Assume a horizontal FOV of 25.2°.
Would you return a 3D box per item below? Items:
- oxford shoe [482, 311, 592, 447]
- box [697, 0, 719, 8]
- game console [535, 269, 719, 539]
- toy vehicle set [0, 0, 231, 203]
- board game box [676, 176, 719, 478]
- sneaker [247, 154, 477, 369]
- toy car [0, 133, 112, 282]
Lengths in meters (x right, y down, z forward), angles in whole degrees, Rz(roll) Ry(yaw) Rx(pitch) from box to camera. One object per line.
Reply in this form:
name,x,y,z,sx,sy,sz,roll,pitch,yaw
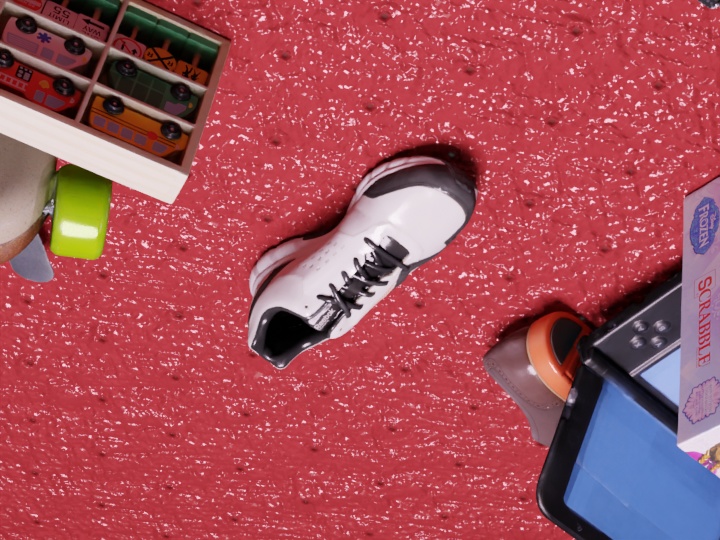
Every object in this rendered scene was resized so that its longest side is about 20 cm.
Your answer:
oxford shoe,0.167,0.107,1.135,0.072,0.071,0.200,-23,119,41
box,0.164,-0.247,0.784,0.200,0.048,0.193,29,135,-19
game console,0.236,0.118,1.066,0.176,0.116,0.200,-38,122,25
toy vehicle set,-0.180,-0.125,0.917,0.200,0.124,0.027,23,135,-13
board game box,0.273,0.070,0.974,0.200,0.200,0.041,36,132,-24
sneaker,0.000,0.000,1.043,0.074,0.080,0.200,36,129,-22
toy car,-0.245,-0.041,1.010,0.164,0.158,0.200,8,148,-12
